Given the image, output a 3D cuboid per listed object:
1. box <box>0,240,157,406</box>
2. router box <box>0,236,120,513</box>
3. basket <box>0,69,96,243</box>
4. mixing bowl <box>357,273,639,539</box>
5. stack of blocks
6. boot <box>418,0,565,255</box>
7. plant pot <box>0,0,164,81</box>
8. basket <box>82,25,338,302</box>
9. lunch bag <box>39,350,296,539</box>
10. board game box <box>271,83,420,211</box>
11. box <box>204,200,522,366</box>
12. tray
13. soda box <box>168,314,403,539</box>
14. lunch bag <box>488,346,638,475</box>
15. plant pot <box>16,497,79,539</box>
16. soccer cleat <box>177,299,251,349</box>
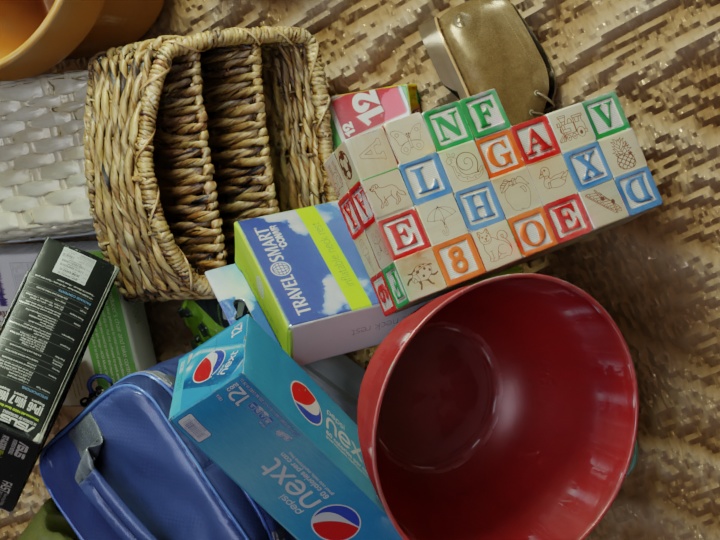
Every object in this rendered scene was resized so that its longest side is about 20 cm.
[{"bbox_3d":[-0.276,0.048,1.234,0.200,0.036,0.145,-1,109,26],"label":"box"},{"bbox_3d":[-0.254,0.085,1.082,0.062,0.150,0.200,23,151,-8],"label":"router box"},{"bbox_3d":[-0.255,-0.092,1.174,0.200,0.123,0.136,-6,93,25],"label":"basket"},{"bbox_3d":[0.074,0.096,0.948,0.108,0.200,0.200,13,105,63],"label":"mixing bowl"},{"bbox_3d":[0.090,-0.059,0.967,0.200,0.059,0.115,-20,84,-18],"label":"stack of blocks"},{"bbox_3d":[0.117,-0.109,1.039,0.075,0.074,0.200,-26,84,12],"label":"boot"},{"bbox_3d":[-0.251,-0.244,1.117,0.200,0.183,0.200,1,92,25],"label":"plant pot"},{"bbox_3d":[-0.112,-0.080,1.073,0.149,0.143,0.200,-2,96,27],"label":"basket"},{"bbox_3d":[-0.136,0.157,1.043,0.136,0.132,0.200,-41,84,26],"label":"lunch bag"},{"bbox_3d":[-0.044,-0.088,1.135,0.200,0.030,0.096,-6,94,27],"label":"board game box"},{"bbox_3d":[0.000,0.000,1.018,0.122,0.200,0.048,-121,25,-44],"label":"box"},{"bbox_3d":[-0.032,0.115,1.098,0.200,0.022,0.108,32,112,53],"label":"tray"},{"bbox_3d":[-0.038,0.127,0.957,0.064,0.068,0.200,-32,118,18],"label":"soda box"},{"bbox_3d":[0.100,0.118,1.064,0.200,0.077,0.161,-31,80,23],"label":"lunch bag"},{"bbox_3d":[-0.250,0.300,1.198,0.200,0.200,0.184,32,96,18],"label":"plant pot"},{"bbox_3d":[-0.080,0.043,1.121,0.200,0.081,0.068,8,121,61],"label":"soccer cleat"}]
